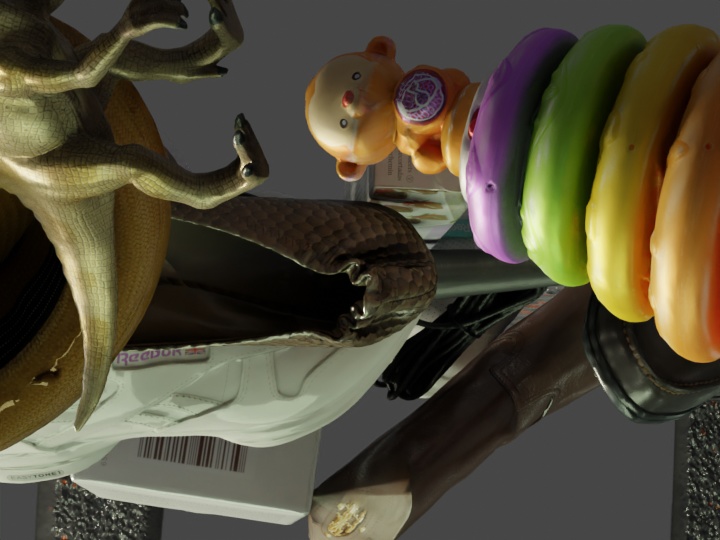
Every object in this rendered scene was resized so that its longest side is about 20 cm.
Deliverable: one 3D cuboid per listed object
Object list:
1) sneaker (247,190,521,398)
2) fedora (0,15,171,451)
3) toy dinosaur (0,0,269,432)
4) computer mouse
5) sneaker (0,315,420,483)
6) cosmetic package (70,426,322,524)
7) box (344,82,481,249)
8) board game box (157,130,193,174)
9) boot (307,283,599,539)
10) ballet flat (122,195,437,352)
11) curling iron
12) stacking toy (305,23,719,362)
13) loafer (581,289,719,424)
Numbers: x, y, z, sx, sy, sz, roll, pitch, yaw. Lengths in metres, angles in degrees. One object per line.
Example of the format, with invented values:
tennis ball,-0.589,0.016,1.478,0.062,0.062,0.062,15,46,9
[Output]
sneaker,0.015,-0.005,1.043,0.088,0.076,0.200,-32,147,17
fedora,-0.159,-0.021,0.619,0.199,0.202,0.082,5,-147,-26
toy dinosaur,-0.079,-0.039,0.559,0.100,0.059,0.201,-14,142,10
computer mouse,-0.002,0.002,0.938,0.199,0.046,0.140,25,127,-36
sneaker,-0.072,0.024,0.761,0.198,0.075,0.100,-17,149,2
cosmetic package,-0.070,0.071,0.926,0.100,0.072,0.200,9,171,-3
box,0.017,-0.036,0.793,0.038,0.042,0.200,3,174,-3
board game box,-0.183,0.012,0.775,0.199,0.041,0.200,-44,156,16
boot,0.070,0.063,1.010,0.199,0.064,0.186,-31,169,-38
ballet flat,-0.071,0.003,0.698,0.198,0.068,0.046,2,-155,-8
curling iron,0.000,0.000,0.850,0.198,0.026,0.050,-5,-165,11
stacking toy,0.071,-0.033,0.602,0.198,0.117,0.110,16,-178,22
loafer,0.159,0.005,0.866,0.072,0.073,0.200,-30,-179,38
